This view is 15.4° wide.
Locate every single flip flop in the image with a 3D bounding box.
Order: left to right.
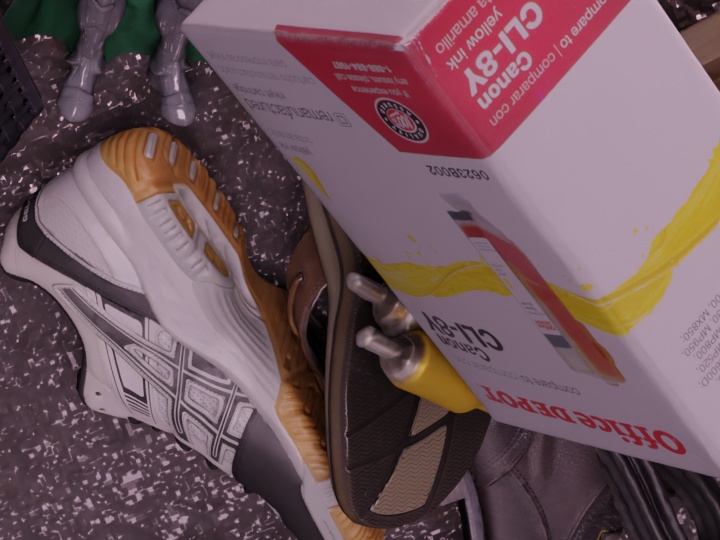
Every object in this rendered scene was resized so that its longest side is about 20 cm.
[{"bbox_3d":[0.000,0.000,1.038,0.081,0.057,0.201,-7,84,-39],"label":"flip flop"}]

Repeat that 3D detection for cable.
[{"bbox_3d":[0.075,0.045,1.028,0.050,0.097,0.200,-22,126,37],"label":"cable"}]

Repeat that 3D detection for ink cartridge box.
[{"bbox_3d":[0.055,-0.032,0.882,0.083,0.145,0.200,-49,118,-18],"label":"ink cartridge box"}]

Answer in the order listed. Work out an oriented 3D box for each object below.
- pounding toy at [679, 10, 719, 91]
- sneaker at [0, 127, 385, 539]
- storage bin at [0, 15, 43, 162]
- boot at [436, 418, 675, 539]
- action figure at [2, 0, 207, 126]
[{"bbox_3d":[0.193,-0.001,1.009,0.183,0.142,0.201,-28,79,-12],"label":"pounding toy"},{"bbox_3d":[-0.065,0.039,1.056,0.087,0.076,0.200,-28,106,19],"label":"sneaker"},{"bbox_3d":[-0.219,-0.091,0.904,0.200,0.135,0.094,34,78,14],"label":"storage bin"},{"bbox_3d":[0.117,0.086,1.084,0.173,0.069,0.201,-22,105,0],"label":"boot"},{"bbox_3d":[-0.070,-0.131,0.952,0.117,0.055,0.200,-1,143,-15],"label":"action figure"}]
